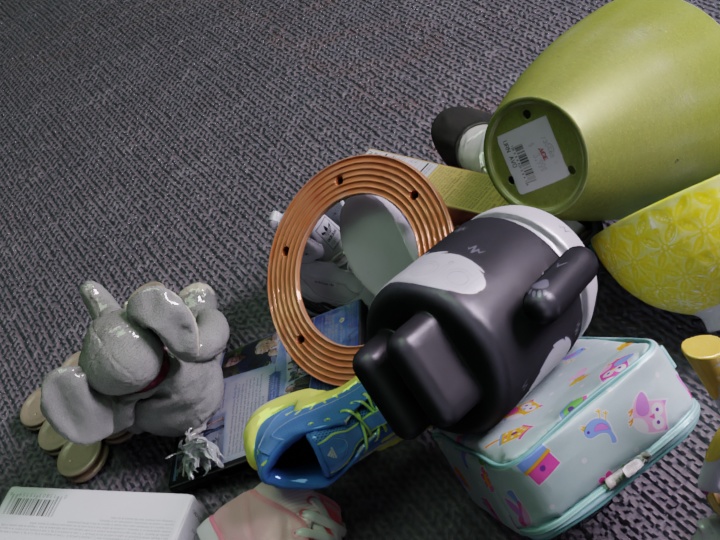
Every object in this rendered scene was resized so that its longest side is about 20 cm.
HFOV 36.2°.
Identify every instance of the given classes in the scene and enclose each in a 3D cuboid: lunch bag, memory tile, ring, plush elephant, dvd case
[{"bbox_3d":[0.148,0.112,0.800,0.160,0.078,0.200,-33,6,-11],"label":"lunch bag"},{"bbox_3d":[-0.241,0.106,1.095,0.200,0.017,0.153,-46,42,-13],"label":"memory tile"},{"bbox_3d":[0.000,0.000,0.949,0.199,0.019,0.203,-8,77,36],"label":"ring"},{"bbox_3d":[-0.197,0.076,0.965,0.164,0.155,0.200,-35,43,-3],"label":"plush elephant"},{"bbox_3d":[-0.082,0.114,0.995,0.199,0.018,0.143,-22,40,20],"label":"dvd case"}]

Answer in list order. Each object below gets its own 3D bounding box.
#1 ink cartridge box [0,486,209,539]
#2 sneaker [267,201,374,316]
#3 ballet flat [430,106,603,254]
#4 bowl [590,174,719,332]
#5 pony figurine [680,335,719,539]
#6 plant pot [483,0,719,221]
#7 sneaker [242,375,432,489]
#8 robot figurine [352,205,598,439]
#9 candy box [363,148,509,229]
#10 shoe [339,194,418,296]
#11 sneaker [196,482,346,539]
[{"bbox_3d":[-0.244,0.265,0.918,0.198,0.044,0.174,-3,45,24],"label":"ink cartridge box"},{"bbox_3d":[-0.002,-0.004,1.039,0.198,0.115,0.075,11,50,35],"label":"sneaker"},{"bbox_3d":[0.146,-0.087,1.017,0.200,0.068,0.068,39,95,9],"label":"ballet flat"},{"bbox_3d":[0.297,-0.014,0.890,0.198,0.200,0.109,-22,82,3],"label":"bowl"},{"bbox_3d":[0.288,0.128,0.717,0.191,0.202,0.167,-9,34,-6],"label":"pony figurine"},{"bbox_3d":[0.191,-0.114,0.896,0.186,0.189,0.199,14,27,37],"label":"plant pot"},{"bbox_3d":[0.005,0.121,0.852,0.198,0.076,0.105,-24,17,3],"label":"sneaker"},{"bbox_3d":[0.086,0.037,0.782,0.149,0.126,0.200,19,40,34],"label":"robot figurine"},{"bbox_3d":[0.083,-0.038,1.034,0.199,0.117,0.056,18,52,40],"label":"candy box"},{"bbox_3d":[0.065,0.005,0.975,0.090,0.072,0.200,-1,41,-45],"label":"shoe"},{"bbox_3d":[-0.046,0.227,0.835,0.104,0.076,0.200,-37,37,-8],"label":"sneaker"}]
